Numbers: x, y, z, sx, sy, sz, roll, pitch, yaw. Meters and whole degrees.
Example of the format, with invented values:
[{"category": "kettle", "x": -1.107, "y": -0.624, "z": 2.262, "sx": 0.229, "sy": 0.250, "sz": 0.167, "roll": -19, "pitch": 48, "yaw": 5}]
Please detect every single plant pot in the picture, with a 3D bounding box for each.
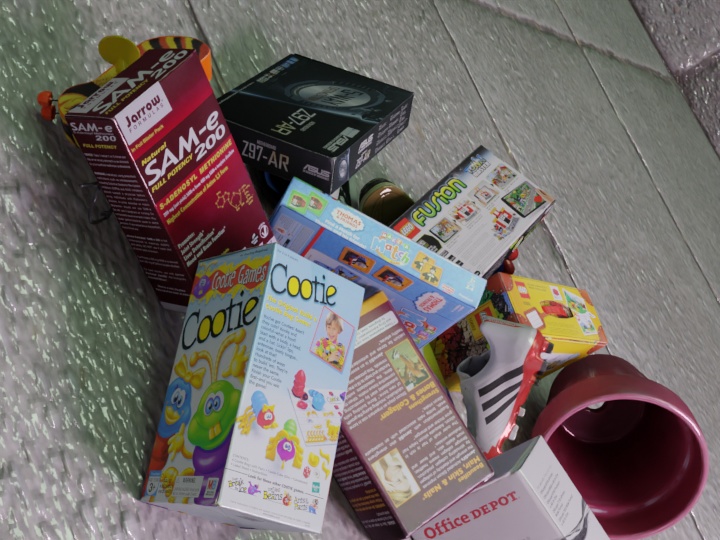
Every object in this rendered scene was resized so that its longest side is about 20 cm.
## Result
[{"category": "plant pot", "x": 0.302, "y": 0.196, "z": 1.228, "sx": 0.200, "sy": 0.200, "sz": 0.179, "roll": 48, "pitch": 17, "yaw": -13}]

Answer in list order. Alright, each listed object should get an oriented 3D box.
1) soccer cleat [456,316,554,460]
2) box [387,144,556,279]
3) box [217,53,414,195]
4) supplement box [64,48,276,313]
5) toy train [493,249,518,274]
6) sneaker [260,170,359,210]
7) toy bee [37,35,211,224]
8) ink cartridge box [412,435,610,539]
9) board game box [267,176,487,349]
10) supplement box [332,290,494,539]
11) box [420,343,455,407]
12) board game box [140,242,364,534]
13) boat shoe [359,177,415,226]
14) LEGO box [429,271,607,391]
[{"category": "soccer cleat", "x": 0.135, "y": 0.136, "z": 1.070, "sx": 0.085, "sy": 0.201, "sz": 0.069, "roll": 24, "pitch": 32, "yaw": 10}, {"category": "box", "x": 0.119, "y": -0.052, "z": 1.100, "sx": 0.110, "sy": 0.035, "sz": 0.200, "roll": 38, "pitch": 49, "yaw": 13}, {"category": "box", "x": -0.054, "y": -0.163, "z": 1.084, "sx": 0.160, "sy": 0.044, "sz": 0.200, "roll": 22, "pitch": 36, "yaw": 18}, {"category": "supplement box", "x": -0.152, "y": -0.072, "z": 0.849, "sx": 0.109, "sy": 0.061, "sz": 0.200, "roll": -51, "pitch": 134, "yaw": -36}, {"category": "toy train", "x": 0.125, "y": -0.039, "z": 1.220, "sx": 0.116, "sy": 0.085, "sz": 0.200, "roll": 52, "pitch": -5, "yaw": 16}, {"category": "sneaker", "x": -0.060, "y": -0.127, "z": 1.117, "sx": 0.112, "sy": 0.073, "sz": 0.201, "roll": 24, "pitch": 45, "yaw": -43}, {"category": "toy bee", "x": -0.221, "y": -0.148, "z": 0.885, "sx": 0.108, "sy": 0.131, "sz": 0.200, "roll": 24, "pitch": 36, "yaw": 9}, {"category": "ink cartridge box", "x": 0.163, "y": 0.284, "z": 0.983, "sx": 0.200, "sy": 0.145, "sz": 0.084, "roll": 56, "pitch": 31, "yaw": 0}, {"category": "board game box", "x": 0.000, "y": 0.000, "z": 0.960, "sx": 0.200, "sy": 0.151, "sz": 0.037, "roll": 29, "pitch": 64, "yaw": -7}, {"category": "supplement box", "x": 0.016, "y": 0.136, "z": 0.937, "sx": 0.110, "sy": 0.086, "sz": 0.200, "roll": -29, "pitch": 86, "yaw": -28}, {"category": "box", "x": 0.024, "y": 0.077, "z": 1.077, "sx": 0.117, "sy": 0.048, "sz": 0.201, "roll": 4, "pitch": 58, "yaw": -52}, {"category": "board game box", "x": -0.082, "y": 0.095, "z": 0.798, "sx": 0.105, "sy": 0.103, "sz": 0.201, "roll": 28, "pitch": 64, "yaw": -39}, {"category": "boat shoe", "x": 0.038, "y": -0.046, "z": 1.165, "sx": 0.065, "sy": 0.073, "sz": 0.200, "roll": 56, "pitch": -1, "yaw": 37}, {"category": "LEGO box", "x": 0.170, "y": 0.078, "z": 1.175, "sx": 0.200, "sy": 0.149, "sz": 0.077, "roll": 10, "pitch": 54, "yaw": -50}]
